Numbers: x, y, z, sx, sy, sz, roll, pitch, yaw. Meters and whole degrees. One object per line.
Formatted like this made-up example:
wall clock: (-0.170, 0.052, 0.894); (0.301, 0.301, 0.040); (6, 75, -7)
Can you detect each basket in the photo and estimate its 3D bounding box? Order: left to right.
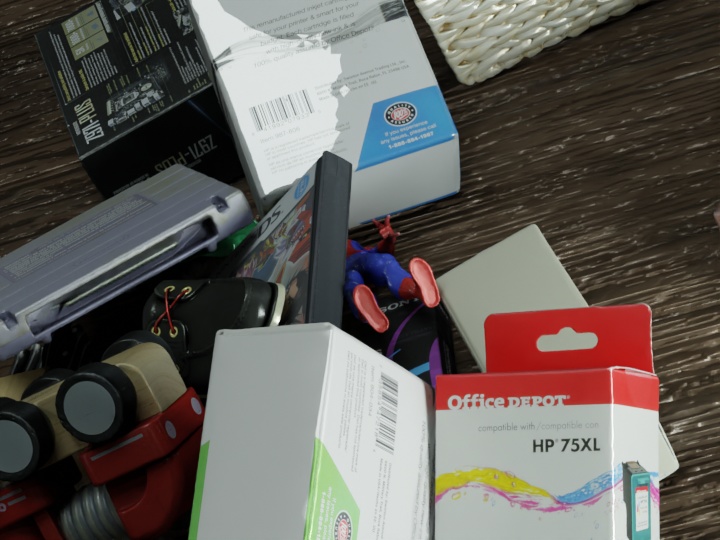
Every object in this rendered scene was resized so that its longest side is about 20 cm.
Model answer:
basket: (0.114, -0.276, 1.933); (0.197, 0.161, 0.200); (-24, 37, 9)

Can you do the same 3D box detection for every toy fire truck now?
toy fire truck: (-0.169, 0.167, 1.647); (0.175, 0.201, 0.129); (-25, 7, 21)

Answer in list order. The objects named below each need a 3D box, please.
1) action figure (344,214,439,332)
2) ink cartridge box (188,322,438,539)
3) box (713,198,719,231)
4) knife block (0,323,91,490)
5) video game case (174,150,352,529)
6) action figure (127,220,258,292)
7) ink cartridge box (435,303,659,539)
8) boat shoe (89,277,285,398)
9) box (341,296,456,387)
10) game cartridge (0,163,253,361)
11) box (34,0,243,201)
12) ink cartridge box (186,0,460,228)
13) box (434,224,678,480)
action figure: (0.000, 0.000, 1.752); (0.065, 0.052, 0.200); (-31, 11, -9)
ink cartridge box: (-0.006, 0.131, 1.493); (0.084, 0.200, 0.146); (-5, 68, 30)
box: (0.306, -0.083, 1.659); (0.100, 0.075, 0.201); (-1, 48, 33)
knife block: (-0.251, 0.119, 1.812); (0.200, 0.064, 0.175); (-41, 38, -13)
video game case: (-0.069, 0.045, 1.724); (0.181, 0.025, 0.201); (-45, 28, 38)
action figure: (-0.139, -0.005, 1.872); (0.199, 0.055, 0.118); (-10, 17, 13)
ink cartridge box: (0.106, 0.118, 1.484); (0.116, 0.067, 0.201); (-5, 81, 30)
boat shoe: (-0.116, 0.043, 1.719); (0.201, 0.063, 0.074); (-21, 46, 57)
box: (-0.005, 0.103, 1.686); (0.142, 0.036, 0.200); (-21, 36, 12)
game cartridge: (-0.182, -0.007, 1.783); (0.199, 0.039, 0.130); (-30, 17, -16)
box: (-0.148, -0.144, 2.021); (0.163, 0.086, 0.200); (-29, 37, 1)
ink cartridge box: (-0.028, -0.134, 1.851); (0.144, 0.084, 0.201); (-18, 62, -5)
box: (0.119, 0.063, 1.622); (0.082, 0.069, 0.200); (-29, 37, 3)
